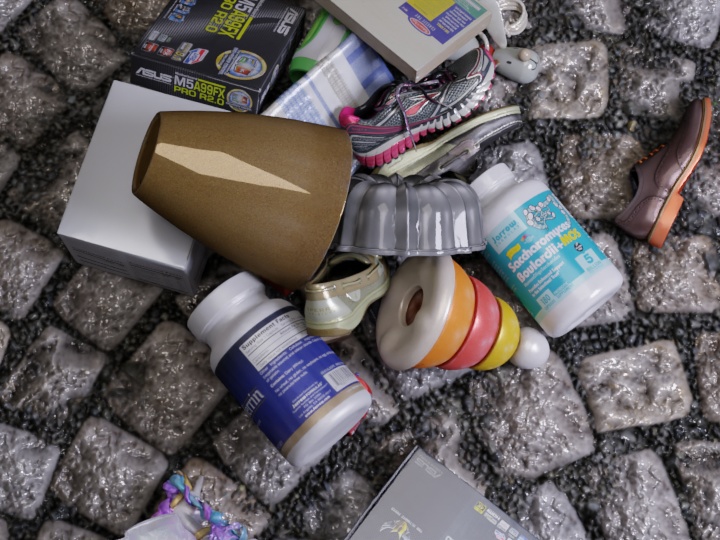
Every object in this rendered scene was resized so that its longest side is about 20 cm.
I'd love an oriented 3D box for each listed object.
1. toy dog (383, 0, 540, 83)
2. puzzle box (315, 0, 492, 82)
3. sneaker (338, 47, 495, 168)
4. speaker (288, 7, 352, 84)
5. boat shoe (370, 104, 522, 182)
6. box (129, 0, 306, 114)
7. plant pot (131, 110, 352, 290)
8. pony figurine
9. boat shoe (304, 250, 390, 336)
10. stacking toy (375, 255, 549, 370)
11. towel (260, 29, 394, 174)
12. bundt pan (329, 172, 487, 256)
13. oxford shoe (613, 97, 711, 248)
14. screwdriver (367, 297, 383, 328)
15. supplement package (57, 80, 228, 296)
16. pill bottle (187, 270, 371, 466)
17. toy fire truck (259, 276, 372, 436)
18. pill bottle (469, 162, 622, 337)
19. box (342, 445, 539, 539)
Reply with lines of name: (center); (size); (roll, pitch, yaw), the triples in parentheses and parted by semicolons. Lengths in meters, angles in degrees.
toy dog: (0.125, -0.296, 1.546); (0.199, 0.096, 0.132); (-2, 74, -1)
puzzle box: (0.040, -0.321, 1.482); (0.133, 0.025, 0.200); (-39, 70, -22)
sneaker: (0.069, -0.200, 1.470); (0.200, 0.081, 0.075); (-34, 121, 5)
speaker: (-0.011, -0.309, 1.551); (0.088, 0.088, 0.200); (26, 74, 7)
boat shoe: (0.111, -0.134, 1.513); (0.200, 0.072, 0.066); (-26, 84, -1)
box: (-0.169, -0.274, 1.513); (0.160, 0.044, 0.200); (17, 43, 5)
plant pot: (-0.138, -0.094, 1.347); (0.199, 0.186, 0.187); (17, 72, -20)
pony figurine: (-0.189, 0.324, 1.339); (0.200, 0.167, 0.193); (46, 45, 15)
boat shoe: (-0.016, 0.006, 1.385); (0.073, 0.201, 0.063); (-1, 113, 21)
stacking toy: (0.130, 0.068, 1.429); (0.199, 0.146, 0.147); (22, 71, -25)
towel: (-0.037, -0.176, 1.498); (0.200, 0.147, 0.024); (-44, 36, -12)
bundt pan: (0.043, -0.067, 1.398); (0.201, 0.202, 0.076); (1, 99, -1)
oxford shoe: (0.370, -0.130, 1.515); (0.072, 0.071, 0.201); (23, 74, 11)
screwdriver: (0.000, 0.000, 1.484); (0.028, 0.029, 0.201); (-24, 81, -8)
supplement package: (-0.243, -0.096, 1.471); (0.155, 0.111, 0.201); (16, 73, 3)
pill bottle: (-0.091, 0.104, 1.359); (0.116, 0.116, 0.200); (-39, 76, -12)
toy fire truck: (-0.058, 0.085, 1.451); (0.200, 0.049, 0.141); (32, 75, 9)
pill bottle: (0.204, -0.029, 1.459); (0.111, 0.111, 0.200); (-36, 77, -11)
box: (0.092, 0.317, 1.382); (0.200, 0.051, 0.158); (38, 77, 9)
